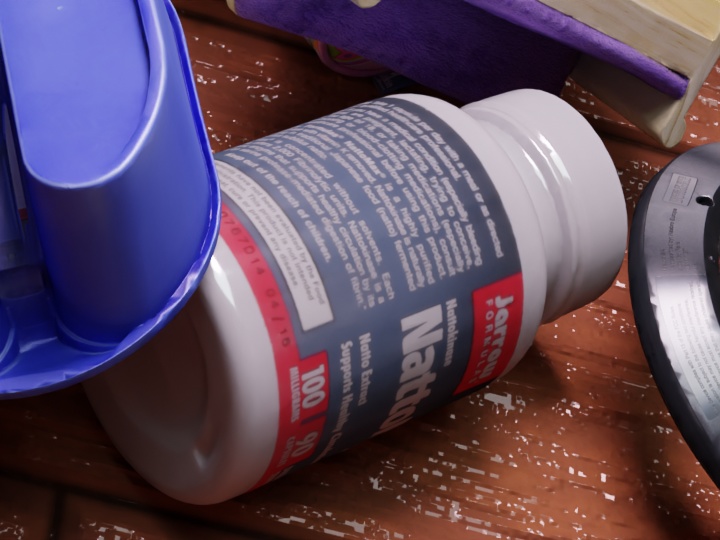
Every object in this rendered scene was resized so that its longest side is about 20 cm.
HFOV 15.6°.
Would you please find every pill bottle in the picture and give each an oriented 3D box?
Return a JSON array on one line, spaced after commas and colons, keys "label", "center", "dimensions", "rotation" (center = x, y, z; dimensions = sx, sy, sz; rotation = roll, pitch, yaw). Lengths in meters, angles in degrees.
[{"label": "pill bottle", "center": [0.000, 0.000, 0.988], "dimensions": [0.199, 0.120, 0.120], "rotation": [-21, 63, -34]}]

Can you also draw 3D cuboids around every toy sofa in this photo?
[{"label": "toy sofa", "center": [0.050, -0.106, 1.054], "dimensions": [0.199, 0.098, 0.083], "rotation": [20, 14, -43]}]

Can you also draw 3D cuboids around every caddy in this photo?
[{"label": "caddy", "center": [-0.125, -0.052, 0.891], "dimensions": [0.140, 0.105, 0.201], "rotation": [-13, 55, -3]}]

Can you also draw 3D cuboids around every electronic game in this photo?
[{"label": "electronic game", "center": [0.183, 0.037, 1.058], "dimensions": [0.199, 0.042, 0.201], "rotation": [27, 45, -31]}]

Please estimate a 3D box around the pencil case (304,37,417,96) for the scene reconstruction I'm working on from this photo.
[{"label": "pencil case", "center": [-0.016, -0.178, 1.151], "dimensions": [0.087, 0.088, 0.201], "rotation": [-9, 57, -29]}]
